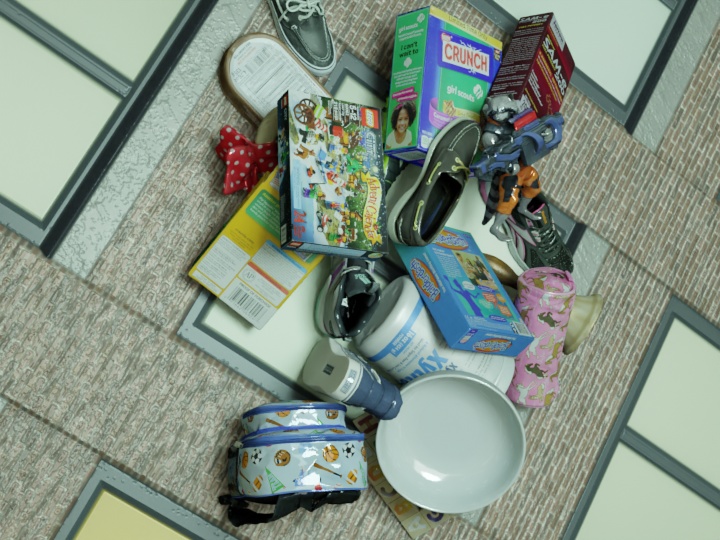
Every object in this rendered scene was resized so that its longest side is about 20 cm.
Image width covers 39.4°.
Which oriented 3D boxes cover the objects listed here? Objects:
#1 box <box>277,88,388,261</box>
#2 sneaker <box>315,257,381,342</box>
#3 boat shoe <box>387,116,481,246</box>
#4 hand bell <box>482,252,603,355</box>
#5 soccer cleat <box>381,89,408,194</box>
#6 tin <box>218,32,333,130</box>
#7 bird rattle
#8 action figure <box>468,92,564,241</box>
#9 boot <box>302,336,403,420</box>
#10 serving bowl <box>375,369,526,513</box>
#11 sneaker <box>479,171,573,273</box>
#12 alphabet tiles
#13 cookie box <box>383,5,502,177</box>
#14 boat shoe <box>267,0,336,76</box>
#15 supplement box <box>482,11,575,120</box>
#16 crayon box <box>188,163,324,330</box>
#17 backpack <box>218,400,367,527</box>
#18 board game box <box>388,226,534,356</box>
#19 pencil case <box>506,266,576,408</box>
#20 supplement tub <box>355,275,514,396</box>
[{"bbox_3d":[-0.036,-0.119,1.269,0.135,0.038,0.203,6,71,-28],"label":"box"},{"bbox_3d":[0.000,0.000,1.358,0.077,0.140,0.203,8,92,-17],"label":"sneaker"},{"bbox_3d":[0.113,-0.117,1.343,0.072,0.060,0.203,43,72,-40],"label":"boat shoe"},{"bbox_3d":[0.252,0.029,1.505,0.198,0.104,0.105,32,75,-3],"label":"hand bell"},{"bbox_3d":[0.054,-0.172,1.455,0.080,0.067,0.203,25,76,-29],"label":"soccer cleat"},{"bbox_3d":[-0.112,-0.243,1.414,0.200,0.042,0.112,46,76,-11],"label":"tin"},{"bbox_3d":[-0.092,-0.159,1.362,0.198,0.113,0.164,29,113,-10],"label":"bird rattle"},{"bbox_3d":[0.190,-0.143,1.371,0.199,0.104,0.196,-22,115,-40],"label":"action figure"},{"bbox_3d":[-0.013,0.148,1.327,0.090,0.200,0.073,32,90,-17],"label":"boot"},{"bbox_3d":[0.119,0.219,1.340,0.197,0.066,0.203,1,109,3],"label":"serving bowl"},{"bbox_3d":[0.257,-0.069,1.505,0.080,0.086,0.201,-43,101,-17],"label":"sneaker"},{"bbox_3d":[0.085,0.260,1.395,0.166,0.008,0.201,-33,103,15],"label":"alphabet tiles"},{"bbox_3d":[0.121,-0.249,1.434,0.170,0.075,0.203,12,80,-44],"label":"cookie box"},{"bbox_3d":[-0.086,-0.375,1.418,0.073,0.068,0.202,-22,93,-20],"label":"boat shoe"},{"bbox_3d":[0.253,-0.273,1.488,0.109,0.060,0.202,53,48,-40],"label":"supplement box"},{"bbox_3d":[-0.118,-0.036,1.328,0.125,0.052,0.200,38,110,-12],"label":"crayon box"},{"bbox_3d":[-0.075,0.244,1.296,0.197,0.190,0.157,-5,86,-19],"label":"backpack"},{"bbox_3d":[0.139,0.022,1.390,0.151,0.045,0.202,12,42,-45],"label":"board game box"},{"bbox_3d":[0.256,0.095,1.447,0.086,0.082,0.203,-21,126,-41],"label":"pencil case"},{"bbox_3d":[0.103,0.113,1.407,0.199,0.132,0.133,37,74,-12],"label":"supplement tub"}]
